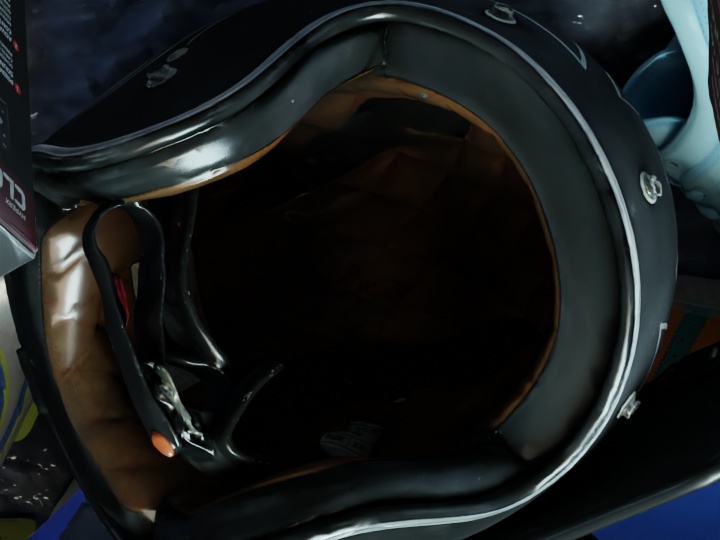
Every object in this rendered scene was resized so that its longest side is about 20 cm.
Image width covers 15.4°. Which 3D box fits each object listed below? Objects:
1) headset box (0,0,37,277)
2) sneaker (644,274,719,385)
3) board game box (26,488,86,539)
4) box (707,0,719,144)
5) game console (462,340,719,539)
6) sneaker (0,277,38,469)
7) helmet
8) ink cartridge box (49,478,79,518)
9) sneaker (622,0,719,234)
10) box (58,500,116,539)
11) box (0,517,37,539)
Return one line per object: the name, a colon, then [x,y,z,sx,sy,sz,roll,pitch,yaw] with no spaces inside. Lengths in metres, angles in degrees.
headset box: [-0.159,-0.087,0.710,0.077,0.201,0.149,-24,139,20]
sneaker: [0.129,0.052,1.016,0.199,0.080,0.072,-1,141,-6]
board game box: [-0.041,0.149,1.007,0.199,0.045,0.134,23,133,-29]
box: [0.154,-0.054,0.501,0.163,0.167,0.200,-9,142,3]
game console: [0.106,0.096,0.911,0.200,0.117,0.176,-26,128,37]
sneaker: [-0.155,0.075,0.986,0.075,0.105,0.200,13,138,-23]
helmet: [0.000,0.000,0.848,0.190,0.200,0.201,-21,147,-23]
ink cartridge box: [-0.011,0.118,1.077,0.199,0.085,0.146,13,137,-23]
sneaker: [0.129,-0.047,0.913,0.081,0.074,0.201,1,136,9]
box: [-0.041,0.204,0.902,0.181,0.104,0.201,23,141,12]
box: [-0.185,0.181,1.158,0.075,0.050,0.200,3,141,-13]
